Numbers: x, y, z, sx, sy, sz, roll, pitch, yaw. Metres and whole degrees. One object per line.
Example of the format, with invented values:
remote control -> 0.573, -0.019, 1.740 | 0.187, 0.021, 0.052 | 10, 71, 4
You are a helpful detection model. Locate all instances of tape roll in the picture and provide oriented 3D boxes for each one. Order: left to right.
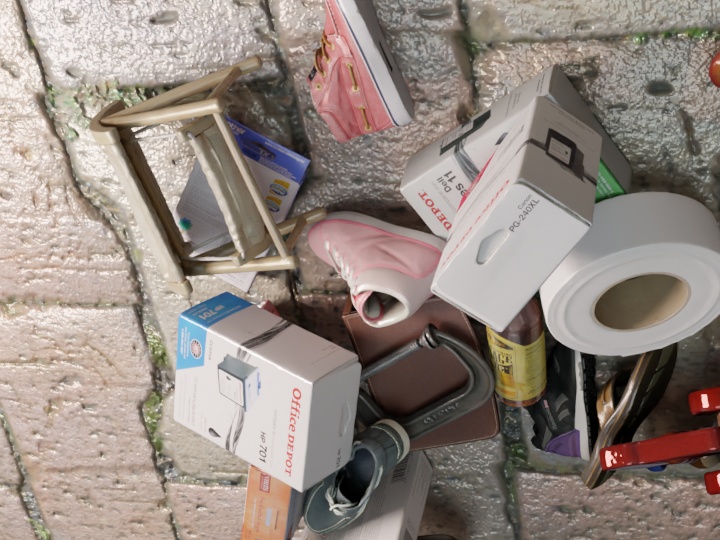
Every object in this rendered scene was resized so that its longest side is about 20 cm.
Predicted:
tape roll -> 0.287, 0.008, 1.326 | 0.202, 0.071, 0.203 | -6, 143, -4

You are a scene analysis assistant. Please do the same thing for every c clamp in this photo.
c clamp -> 0.042, 0.120, 1.408 | 0.200, 0.027, 0.171 | -25, 112, 24

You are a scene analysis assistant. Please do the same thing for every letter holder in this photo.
letter holder -> 0.082, 0.096, 1.461 | 0.142, 0.101, 0.200 | -11, 117, 17

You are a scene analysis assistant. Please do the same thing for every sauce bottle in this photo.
sauce bottle -> 0.169, 0.064, 1.377 | 0.066, 0.066, 0.200 | 0, 132, 13

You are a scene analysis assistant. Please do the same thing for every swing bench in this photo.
swing bench -> -0.173, -0.093, 1.346 | 0.200, 0.130, 0.199 | -14, 115, 23

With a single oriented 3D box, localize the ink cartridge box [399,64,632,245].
ink cartridge box -> 0.163, -0.098, 1.333 | 0.200, 0.083, 0.147 | -32, 108, 28

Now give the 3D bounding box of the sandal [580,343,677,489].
sandal -> 0.298, 0.158, 1.447 | 0.055, 0.082, 0.200 | 35, 112, 32

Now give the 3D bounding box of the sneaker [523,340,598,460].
sneaker -> 0.228, 0.138, 1.468 | 0.087, 0.076, 0.200 | 3, 121, 19

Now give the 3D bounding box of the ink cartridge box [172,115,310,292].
ink cartridge box -> -0.142, -0.081, 1.442 | 0.119, 0.042, 0.200 | 28, 125, -2

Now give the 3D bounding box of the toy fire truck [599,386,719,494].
toy fire truck -> 0.379, 0.196, 1.414 | 0.168, 0.200, 0.112 | -15, 77, 33

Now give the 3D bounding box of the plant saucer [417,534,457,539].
plant saucer -> 0.042, 0.366, 1.610 | 0.200, 0.200, 0.032 | -15, 72, 21

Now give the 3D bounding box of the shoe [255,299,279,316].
shoe -> -0.161, 0.112, 1.541 | 0.200, 0.071, 0.091 | -31, 104, 25

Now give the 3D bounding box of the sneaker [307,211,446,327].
sneaker -> 0.000, 0.000, 1.380 | 0.200, 0.105, 0.075 | 13, 145, 38

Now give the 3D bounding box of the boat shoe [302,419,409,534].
boat shoe -> -0.019, 0.247, 1.455 | 0.073, 0.062, 0.200 | 46, 126, 10

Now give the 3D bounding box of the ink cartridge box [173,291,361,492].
ink cartridge box -> -0.108, 0.132, 1.402 | 0.200, 0.086, 0.147 | 24, 121, 32

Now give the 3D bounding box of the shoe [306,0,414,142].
shoe -> -0.022, -0.227, 1.307 | 0.091, 0.072, 0.200 | -18, 119, 16

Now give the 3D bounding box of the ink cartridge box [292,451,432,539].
ink cartridge box -> -0.011, 0.312, 1.552 | 0.176, 0.200, 0.045 | -17, 115, 23

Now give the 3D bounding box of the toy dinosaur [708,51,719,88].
toy dinosaur -> 0.419, -0.245, 1.212 | 0.181, 0.105, 0.200 | -12, 80, 34

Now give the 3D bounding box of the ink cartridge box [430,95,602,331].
ink cartridge box -> 0.151, -0.056, 1.192 | 0.083, 0.200, 0.145 | 33, 122, -6

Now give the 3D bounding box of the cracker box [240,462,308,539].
cracker box -> -0.084, 0.232, 1.521 | 0.058, 0.200, 0.134 | 14, 122, 8
